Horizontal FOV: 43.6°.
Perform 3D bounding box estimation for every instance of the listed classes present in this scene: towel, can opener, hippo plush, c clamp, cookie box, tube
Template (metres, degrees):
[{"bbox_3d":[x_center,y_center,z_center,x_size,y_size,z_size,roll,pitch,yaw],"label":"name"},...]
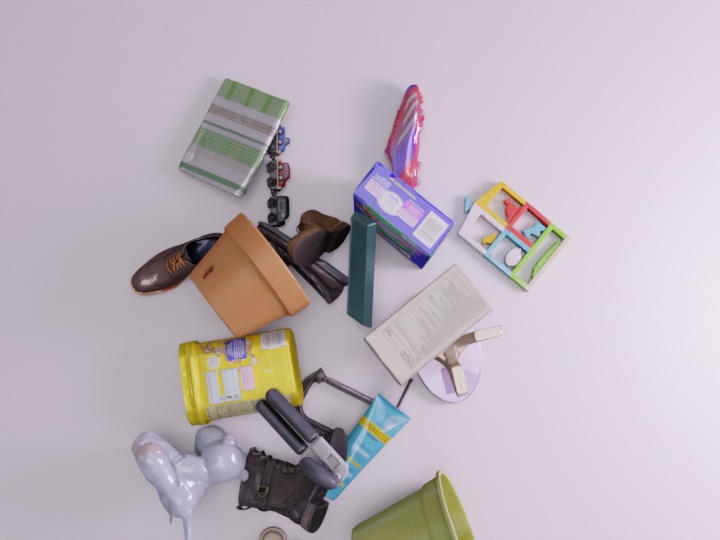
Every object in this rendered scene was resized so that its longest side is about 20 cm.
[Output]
[{"bbox_3d":[-0.232,-0.245,1.666,0.149,0.031,0.201,24,81,18],"label":"towel"},{"bbox_3d":[-0.101,0.281,1.493,0.200,0.067,0.053,44,98,15],"label":"can opener"},{"bbox_3d":[-0.285,0.326,1.540,0.160,0.200,0.160,-30,123,-14],"label":"hippo plush"},{"bbox_3d":[-0.026,0.242,1.630,0.199,0.027,0.172,20,90,2],"label":"c clamp"},{"bbox_3d":[0.071,-0.091,1.580,0.171,0.200,0.075,40,85,4],"label":"cookie box"},{"bbox_3d":[-0.002,0.316,1.597,0.077,0.050,0.200,39,90,-17],"label":"tube"}]

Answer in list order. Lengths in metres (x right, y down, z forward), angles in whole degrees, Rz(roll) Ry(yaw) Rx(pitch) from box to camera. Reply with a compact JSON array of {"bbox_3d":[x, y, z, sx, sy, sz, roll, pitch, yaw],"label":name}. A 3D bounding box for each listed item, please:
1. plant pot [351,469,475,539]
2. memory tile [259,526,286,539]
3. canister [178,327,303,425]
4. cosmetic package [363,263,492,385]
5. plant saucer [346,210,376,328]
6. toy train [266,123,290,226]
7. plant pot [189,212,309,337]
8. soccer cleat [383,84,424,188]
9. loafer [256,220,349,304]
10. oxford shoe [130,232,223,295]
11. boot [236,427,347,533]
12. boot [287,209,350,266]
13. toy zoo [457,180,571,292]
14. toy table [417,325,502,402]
[{"bbox_3d":[0.091,0.469,1.535,0.183,0.200,0.201,-24,84,9],"label":"plant pot"},{"bbox_3d":[-0.117,0.562,1.595,0.199,0.017,0.154,29,84,2],"label":"memory tile"},{"bbox_3d":[-0.209,0.186,1.594,0.199,0.087,0.150,-9,83,3],"label":"canister"},{"bbox_3d":[0.112,0.091,1.508,0.200,0.071,0.105,-37,84,-5],"label":"cosmetic package"},{"bbox_3d":[0.000,0.000,1.593,0.019,0.070,0.201,-10,114,-31],"label":"plant saucer"},{"bbox_3d":[-0.152,-0.181,1.671,0.045,0.034,0.202,-1,84,-4],"label":"toy train"},{"bbox_3d":[-0.201,0.021,1.561,0.140,0.200,0.200,-38,85,-7],"label":"plant pot"},{"bbox_3d":[0.079,-0.248,1.668,0.076,0.067,0.202,2,86,4],"label":"soccer cleat"},{"bbox_3d":[-0.115,-0.014,1.636,0.199,0.072,0.063,34,88,0],"label":"loafer"},{"bbox_3d":[-0.330,-0.018,1.630,0.199,0.073,0.072,-28,84,-4],"label":"oxford shoe"},{"bbox_3d":[-0.127,0.347,1.573,0.173,0.069,0.201,17,82,28],"label":"boot"},{"bbox_3d":[-0.091,-0.062,1.587,0.075,0.200,0.074,34,112,11],"label":"boot"},{"bbox_3d":[0.273,-0.073,1.669,0.200,0.020,0.131,40,85,3],"label":"toy zoo"},{"bbox_3d":[0.156,0.134,1.597,0.183,0.117,0.201,-24,83,-4],"label":"toy table"}]
